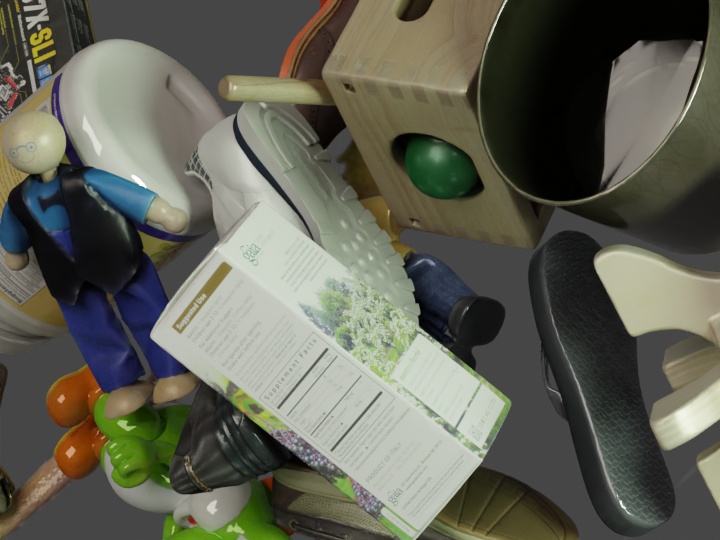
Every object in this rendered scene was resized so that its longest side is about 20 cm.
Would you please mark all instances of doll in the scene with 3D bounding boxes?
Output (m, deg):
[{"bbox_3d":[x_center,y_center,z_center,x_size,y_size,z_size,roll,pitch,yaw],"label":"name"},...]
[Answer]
[{"bbox_3d":[-0.164,-0.010,1.565,0.136,0.048,0.200,-18,106,29],"label":"doll"}]

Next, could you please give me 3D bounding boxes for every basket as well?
[{"bbox_3d":[0.172,-0.091,1.493,0.136,0.200,0.181,14,79,30],"label":"basket"}]

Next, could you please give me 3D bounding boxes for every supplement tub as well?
[{"bbox_3d":[-0.191,-0.045,1.671,0.200,0.145,0.146,-36,59,33],"label":"supplement tub"}]

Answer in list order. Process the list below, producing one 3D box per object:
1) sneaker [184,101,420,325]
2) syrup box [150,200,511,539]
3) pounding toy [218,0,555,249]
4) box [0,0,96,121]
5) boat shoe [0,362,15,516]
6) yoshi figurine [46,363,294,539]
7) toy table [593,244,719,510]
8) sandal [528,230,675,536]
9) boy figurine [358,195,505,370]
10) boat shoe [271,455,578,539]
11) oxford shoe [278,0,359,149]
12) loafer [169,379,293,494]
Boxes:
[{"bbox_3d":[-0.036,-0.010,1.571,0.080,0.076,0.200,-37,75,31],"label":"sneaker"},{"bbox_3d":[-0.017,0.058,1.483,0.200,0.079,0.081,38,118,-1],"label":"syrup box"},{"bbox_3d":[0.042,-0.120,1.546,0.142,0.184,0.200,11,59,29],"label":"pounding toy"},{"bbox_3d":[-0.268,-0.146,1.821,0.159,0.049,0.200,-22,64,16],"label":"box"},{"bbox_3d":[-0.271,0.154,1.714,0.066,0.074,0.200,14,81,17],"label":"boat shoe"},{"bbox_3d":[-0.131,0.154,1.624,0.200,0.112,0.112,36,107,29],"label":"yoshi figurine"},{"bbox_3d":[0.227,0.052,1.441,0.117,0.184,0.200,-27,84,14],"label":"toy table"},{"bbox_3d":[0.137,0.068,1.536,0.043,0.076,0.201,-34,57,43],"label":"sandal"},{"bbox_3d":[0.000,0.000,1.629,0.200,0.064,0.124,33,93,29],"label":"boy figurine"},{"bbox_3d":[0.038,0.155,1.559,0.200,0.073,0.065,18,120,18],"label":"boat shoe"},{"bbox_3d":[-0.008,-0.131,1.655,0.072,0.071,0.200,16,65,11],"label":"oxford shoe"},{"bbox_3d":[-0.076,0.078,1.578,0.072,0.200,0.073,-30,100,17],"label":"loafer"}]
